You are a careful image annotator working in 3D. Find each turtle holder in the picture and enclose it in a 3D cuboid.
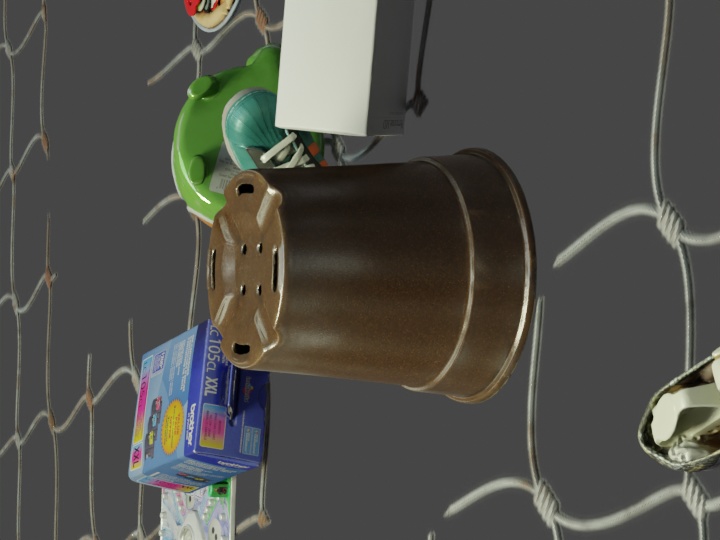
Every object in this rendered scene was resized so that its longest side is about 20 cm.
[{"bbox_3d":[-0.109,-0.119,1.789,0.132,0.141,0.186,112,142,-69],"label":"turtle holder"}]

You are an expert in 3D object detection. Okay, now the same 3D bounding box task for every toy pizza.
[{"bbox_3d":[-0.157,-0.348,2.019,0.200,0.032,0.201,-178,90,-64],"label":"toy pizza"}]

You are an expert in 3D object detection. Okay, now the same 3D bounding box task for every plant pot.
[{"bbox_3d":[0.000,0.000,1.485,0.200,0.198,0.201,-11,78,63],"label":"plant pot"}]

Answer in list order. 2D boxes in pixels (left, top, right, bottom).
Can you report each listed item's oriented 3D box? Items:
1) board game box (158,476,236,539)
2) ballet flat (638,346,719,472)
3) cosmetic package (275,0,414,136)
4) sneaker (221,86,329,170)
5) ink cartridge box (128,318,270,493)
[{"bbox_3d":[-0.181,0.287,2.037,0.200,0.026,0.200,-177,89,-64],"label":"board game box"},{"bbox_3d":[0.228,0.072,1.158,0.200,0.072,0.072,-46,48,54],"label":"ballet flat"},{"bbox_3d":[-0.009,-0.212,1.596,0.108,0.085,0.200,-18,-68,-71],"label":"cosmetic package"},{"bbox_3d":[-0.048,-0.070,1.658,0.080,0.071,0.200,42,168,50],"label":"sneaker"},{"bbox_3d":[-0.150,0.130,1.898,0.200,0.076,0.137,-26,55,56],"label":"ink cartridge box"}]
